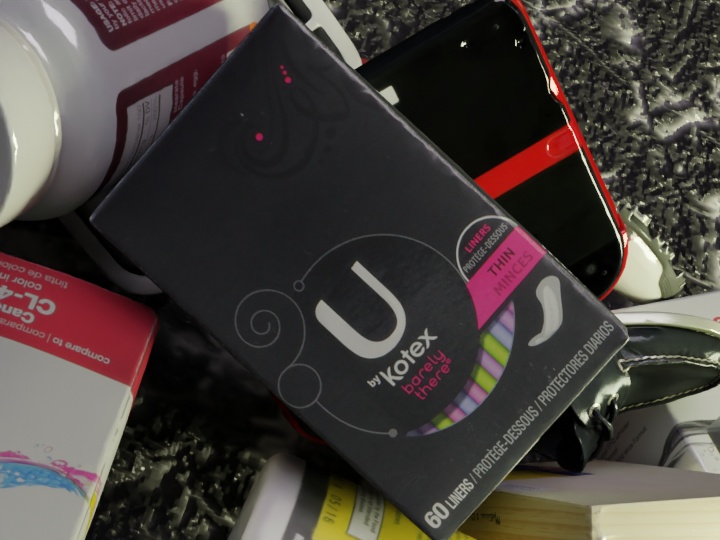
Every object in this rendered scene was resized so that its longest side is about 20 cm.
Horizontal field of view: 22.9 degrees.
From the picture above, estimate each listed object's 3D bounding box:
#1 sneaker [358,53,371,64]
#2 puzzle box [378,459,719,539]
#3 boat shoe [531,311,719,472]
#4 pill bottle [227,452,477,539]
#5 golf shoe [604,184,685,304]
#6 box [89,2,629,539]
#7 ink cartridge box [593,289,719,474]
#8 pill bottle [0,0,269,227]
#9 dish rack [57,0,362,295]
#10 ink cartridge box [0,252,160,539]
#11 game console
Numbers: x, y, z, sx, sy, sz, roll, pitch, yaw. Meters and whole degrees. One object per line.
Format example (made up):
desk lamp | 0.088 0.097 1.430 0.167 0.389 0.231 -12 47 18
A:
sneaker | 0.017 -0.044 0.994 0.097 0.071 0.201 -24 66 -41
puzzle box | 0.109 0.110 0.835 0.132 0.200 0.026 -1 88 -25
boat shoe | 0.090 0.066 0.857 0.197 0.075 0.067 -2 59 -13
pill bottle | 0.029 0.171 0.783 0.198 0.115 0.115 24 45 -4
golf shoe | 0.082 -0.027 0.936 0.199 0.089 0.077 33 0 -23
box | 0.000 0.000 0.766 0.200 0.122 0.106 42 2 -1
ink cartridge box | 0.214 0.112 0.945 0.144 0.084 0.201 -8 56 -31
pill bottle | -0.133 -0.090 0.796 0.114 0.115 0.200 38 33 9
dish rack | -0.108 -0.103 0.944 0.200 0.043 0.172 -46 108 -27
ink cartridge box | -0.158 0.116 0.717 0.085 0.148 0.201 23 44 -5
game console | 0.022 -0.019 0.868 0.199 0.178 0.031 -30 28 0
